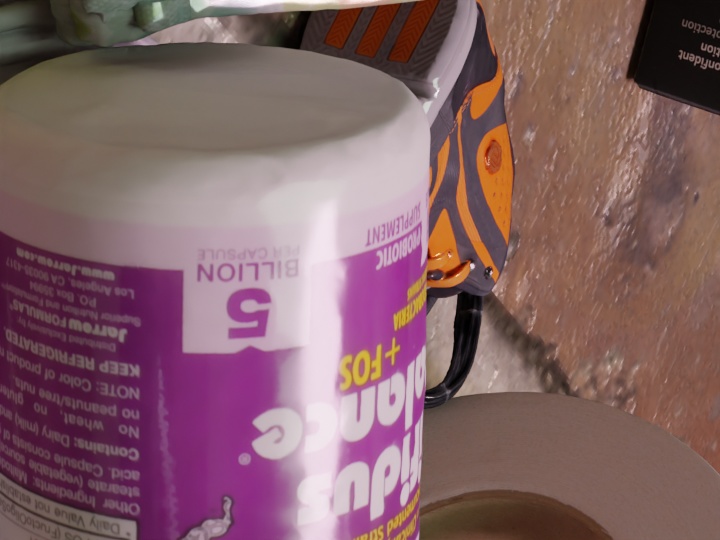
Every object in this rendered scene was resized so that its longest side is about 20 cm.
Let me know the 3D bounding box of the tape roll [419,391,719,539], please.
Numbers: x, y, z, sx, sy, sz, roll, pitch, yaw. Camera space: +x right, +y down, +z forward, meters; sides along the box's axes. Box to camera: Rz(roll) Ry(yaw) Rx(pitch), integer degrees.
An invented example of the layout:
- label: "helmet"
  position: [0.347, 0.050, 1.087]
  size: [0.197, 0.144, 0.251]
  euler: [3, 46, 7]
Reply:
- label: "tape roll"
  position: [0.044, 0.130, 0.875]
  size: [0.203, 0.203, 0.037]
  euler: [-49, 145, -28]

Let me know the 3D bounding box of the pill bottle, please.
- label: "pill bottle"
  position: [-0.039, 0.052, 0.627]
  size: [0.112, 0.112, 0.200]
  euler: [-24, 121, -49]

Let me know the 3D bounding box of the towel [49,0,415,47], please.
- label: "towel"
  position: [-0.002, -0.159, 0.628]
  size: [0.171, 0.048, 0.200]
  euler: [-11, 120, -34]

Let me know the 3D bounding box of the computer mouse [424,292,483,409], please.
- label: "computer mouse"
  position: [-0.015, 0.062, 0.902]
  size: [0.200, 0.059, 0.034]
  euler: [-49, -172, -35]

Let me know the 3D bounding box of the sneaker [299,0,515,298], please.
- label: "sneaker"
  position: [0.000, 0.000, 0.842]
  size: [0.200, 0.078, 0.112]
  euler: [-58, 147, -15]

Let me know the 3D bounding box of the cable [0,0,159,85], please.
- label: "cable"
  position: [-0.117, 0.019, 0.666]
  size: [0.200, 0.069, 0.200]
  euler: [-6, 108, -52]

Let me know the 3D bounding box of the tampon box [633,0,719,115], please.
- label: "tampon box"
  position: [0.226, -0.151, 1.026]
  size: [0.126, 0.150, 0.200]
  euler: [-9, 117, -55]
